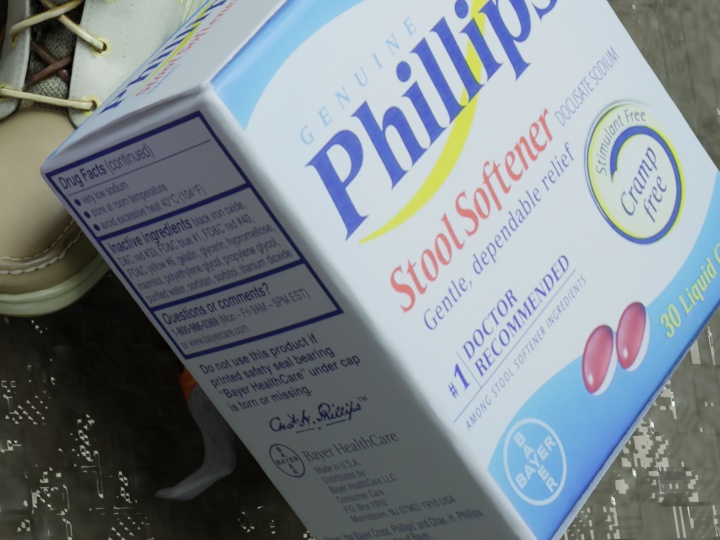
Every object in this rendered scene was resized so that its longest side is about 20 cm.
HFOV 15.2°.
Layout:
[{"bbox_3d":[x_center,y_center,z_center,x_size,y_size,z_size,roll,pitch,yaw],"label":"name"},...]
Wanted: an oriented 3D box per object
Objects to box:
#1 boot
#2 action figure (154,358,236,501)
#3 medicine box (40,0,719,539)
[{"bbox_3d":[-0.107,-0.099,0.968,0.072,0.155,0.201,11,53,11],"label":"boot"},{"bbox_3d":[0.000,0.000,1.063,0.199,0.104,0.195,9,79,-34],"label":"action figure"},{"bbox_3d":[0.020,-0.023,0.965,0.200,0.103,0.182,54,50,-17],"label":"medicine box"}]
